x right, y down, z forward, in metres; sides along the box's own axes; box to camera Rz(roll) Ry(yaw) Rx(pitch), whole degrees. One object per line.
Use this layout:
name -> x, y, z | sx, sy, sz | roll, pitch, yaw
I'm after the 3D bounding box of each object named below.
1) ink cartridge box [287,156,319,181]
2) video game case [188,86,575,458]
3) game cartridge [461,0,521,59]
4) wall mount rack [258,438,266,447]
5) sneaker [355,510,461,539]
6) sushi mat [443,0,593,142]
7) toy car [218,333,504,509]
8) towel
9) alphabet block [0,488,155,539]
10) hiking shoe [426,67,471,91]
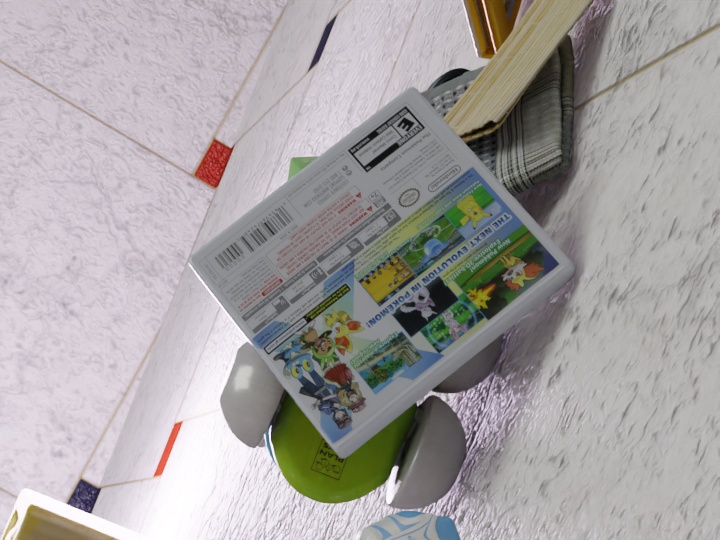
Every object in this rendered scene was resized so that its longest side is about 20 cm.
ink cartridge box -> 0.000, 0.000, 1.637 | 0.200, 0.067, 0.118 | -131, 45, -54
video game case -> 0.012, -0.002, 1.379 | 0.200, 0.182, 0.022 | -37, -25, -6
game cartridge -> 0.127, -0.316, 1.804 | 0.177, 0.032, 0.201 | 68, -143, -56
wall mount rack -> -0.018, 0.071, 1.802 | 0.200, 0.074, 0.175 | 128, 162, -56
sneaker -> 0.022, 0.220, 1.353 | 0.200, 0.072, 0.072 | 108, 150, -58
sushi mat -> 0.122, -0.164, 1.557 | 0.095, 0.012, 0.200 | -14, 32, 52
toy car -> -0.006, 0.075, 1.466 | 0.150, 0.174, 0.201 | 133, 158, -70
towel -> 0.073, -0.099, 1.565 | 0.192, 0.035, 0.200 | -24, 28, 21
alphabet block -> -0.330, 0.382, 2.351 | 0.195, 0.199, 0.197 | 171, 122, -78
hiking shoe -> 0.078, -0.071, 1.669 | 0.087, 0.074, 0.201 | 157, 125, -70
